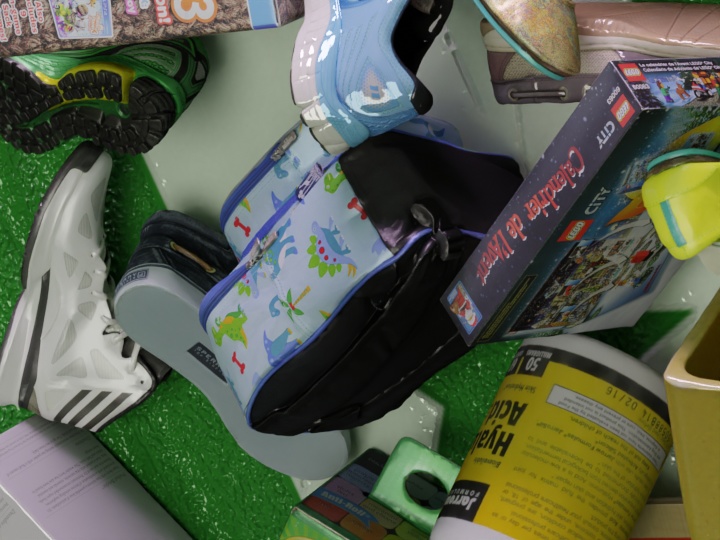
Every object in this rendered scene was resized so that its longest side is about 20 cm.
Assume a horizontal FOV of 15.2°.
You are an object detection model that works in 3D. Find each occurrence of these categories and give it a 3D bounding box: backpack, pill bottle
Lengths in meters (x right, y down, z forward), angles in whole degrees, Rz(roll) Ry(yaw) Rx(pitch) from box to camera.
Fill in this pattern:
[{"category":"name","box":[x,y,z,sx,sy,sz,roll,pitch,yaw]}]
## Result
[{"category":"backpack","box":[0.000,0.000,1.654,0.200,0.183,0.147,-46,60,26]},{"category":"pill bottle","box":[0.109,0.145,1.625,0.111,0.111,0.201,21,74,19]}]

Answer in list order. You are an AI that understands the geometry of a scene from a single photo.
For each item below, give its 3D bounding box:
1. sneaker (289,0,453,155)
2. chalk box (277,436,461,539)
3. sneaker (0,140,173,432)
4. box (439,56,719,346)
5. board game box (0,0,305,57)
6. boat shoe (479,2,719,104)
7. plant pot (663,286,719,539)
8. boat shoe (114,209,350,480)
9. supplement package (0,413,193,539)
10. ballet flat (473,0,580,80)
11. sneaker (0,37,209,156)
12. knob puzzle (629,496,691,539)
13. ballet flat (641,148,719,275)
[{"category":"sneaker","box":[0.016,-0.161,1.568,0.090,0.078,0.201,-10,62,21]},{"category":"chalk box","box":[0.011,0.205,1.735,0.125,0.124,0.201,30,116,15]},{"category":"sneaker","box":[-0.168,0.017,1.810,0.115,0.076,0.201,20,114,5]},{"category":"box","box":[0.149,-0.039,1.536,0.038,0.136,0.200,59,134,28]},{"category":"board game box","box":[-0.109,-0.201,1.656,0.199,0.159,0.097,-3,104,27]},{"category":"boat shoe","box":[0.165,-0.121,1.601,0.199,0.072,0.065,6,114,27]},{"category":"plant pot","box":[0.292,0.115,1.543,0.195,0.194,0.201,10,121,23]},{"category":"boat shoe","box":[-0.074,0.045,1.767,0.071,0.091,0.200,-31,117,30]},{"category":"supplement package","box":[-0.197,0.212,1.839,0.200,0.121,0.120,45,118,8]},{"category":"ballet flat","box":[0.079,-0.189,1.586,0.200,0.070,0.071,51,126,43]},{"category":"sneaker","box":[-0.179,-0.123,1.767,0.199,0.085,0.078,11,129,37]},{"category":"knob puzzle","box":[0.197,0.230,1.704,0.219,0.030,0.221,15,120,27]},{"category":"ballet flat","box":[0.230,-0.025,1.520,0.067,0.199,0.067,-28,68,39]}]
